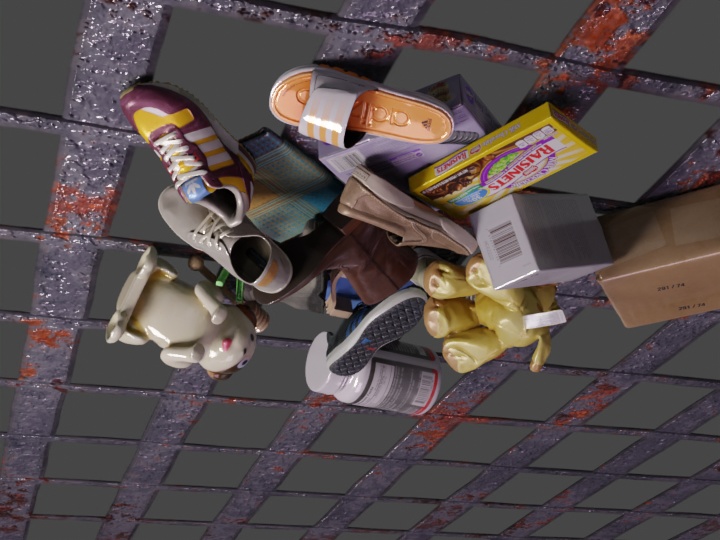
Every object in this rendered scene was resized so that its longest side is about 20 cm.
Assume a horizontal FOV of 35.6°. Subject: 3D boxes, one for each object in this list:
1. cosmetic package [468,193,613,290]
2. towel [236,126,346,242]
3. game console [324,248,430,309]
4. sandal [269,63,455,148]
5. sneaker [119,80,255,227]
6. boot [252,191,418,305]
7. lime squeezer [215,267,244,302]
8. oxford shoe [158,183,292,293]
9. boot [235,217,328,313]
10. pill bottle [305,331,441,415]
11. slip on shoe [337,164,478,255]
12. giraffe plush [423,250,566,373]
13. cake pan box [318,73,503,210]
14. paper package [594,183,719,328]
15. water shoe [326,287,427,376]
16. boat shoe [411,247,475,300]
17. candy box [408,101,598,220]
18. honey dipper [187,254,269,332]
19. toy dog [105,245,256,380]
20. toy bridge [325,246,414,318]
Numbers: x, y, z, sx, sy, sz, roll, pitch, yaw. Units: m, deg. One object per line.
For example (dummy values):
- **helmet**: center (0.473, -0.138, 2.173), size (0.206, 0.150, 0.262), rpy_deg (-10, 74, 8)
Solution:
- **cosmetic package**: center (0.229, -0.038, 1.406), size (0.071, 0.102, 0.200), rpy_deg (-26, 166, 37)
- **towel**: center (-0.108, -0.105, 1.401), size (0.146, 0.022, 0.200), rpy_deg (-21, 145, 28)
- **game console**: center (0.018, 0.014, 1.618), size (0.176, 0.031, 0.200), rpy_deg (-23, 146, 31)
- **sandal**: center (-0.001, -0.168, 1.210), size (0.206, 0.059, 0.079), rpy_deg (10, 130, 5)
- **sneaker**: center (-0.191, -0.129, 1.259), size (0.075, 0.090, 0.200), rpy_deg (-24, 136, 31)
- **boot**: center (-0.024, 0.008, 1.420), size (0.186, 0.064, 0.200), rpy_deg (-41, 148, 2)
- **lime squeezer**: center (-0.161, -0.006, 1.426), size (0.038, 0.071, 0.200), rpy_deg (30, 174, 3)
- **oxford shoe**: center (-0.165, -0.044, 1.333), size (0.075, 0.200, 0.058), rpy_deg (-55, 161, 6)
- **boot**: center (-0.109, -0.004, 1.500), size (0.130, 0.068, 0.200), rpy_deg (7, 148, 0)
- **pill bottle**: center (0.020, 0.162, 1.798), size (0.199, 0.114, 0.114), rpy_deg (14, 147, -28)
- **slip on shoe**: center (0.057, -0.056, 1.332), size (0.200, 0.076, 0.061), rpy_deg (28, 96, -40)
- **giraffe plush**: center (0.199, 0.033, 1.516), size (0.199, 0.162, 0.173), rpy_deg (5, 114, 23)
- **cake pan box**: center (0.072, -0.135, 1.336), size (0.199, 0.053, 0.184), rpy_deg (-19, 145, 26)
- **paper package**: center (0.431, -0.015, 1.537), size (0.199, 0.104, 0.191), rpy_deg (-15, 150, 19)
- **water shoe**: center (0.013, 0.071, 1.617), size (0.071, 0.079, 0.200), rpy_deg (24, 127, -36)
- **boat shoe**: center (0.136, 0.028, 1.595), size (0.200, 0.062, 0.072), rpy_deg (20, 115, -42)
- **candy box**: center (0.163, -0.122, 1.296), size (0.200, 0.027, 0.102), rpy_deg (-27, 148, 34)
- **honey dipper**: center (-0.194, 0.031, 1.625), size (0.038, 0.038, 0.200), rpy_deg (-15, 145, 20)
- **toy dog**: center (-0.241, 0.079, 1.559), size (0.199, 0.140, 0.194), rpy_deg (27, 165, -15)
- **toy bridge**: center (0.000, 0.000, 1.545), size (0.067, 0.027, 0.200), rpy_deg (12, 141, -27)
